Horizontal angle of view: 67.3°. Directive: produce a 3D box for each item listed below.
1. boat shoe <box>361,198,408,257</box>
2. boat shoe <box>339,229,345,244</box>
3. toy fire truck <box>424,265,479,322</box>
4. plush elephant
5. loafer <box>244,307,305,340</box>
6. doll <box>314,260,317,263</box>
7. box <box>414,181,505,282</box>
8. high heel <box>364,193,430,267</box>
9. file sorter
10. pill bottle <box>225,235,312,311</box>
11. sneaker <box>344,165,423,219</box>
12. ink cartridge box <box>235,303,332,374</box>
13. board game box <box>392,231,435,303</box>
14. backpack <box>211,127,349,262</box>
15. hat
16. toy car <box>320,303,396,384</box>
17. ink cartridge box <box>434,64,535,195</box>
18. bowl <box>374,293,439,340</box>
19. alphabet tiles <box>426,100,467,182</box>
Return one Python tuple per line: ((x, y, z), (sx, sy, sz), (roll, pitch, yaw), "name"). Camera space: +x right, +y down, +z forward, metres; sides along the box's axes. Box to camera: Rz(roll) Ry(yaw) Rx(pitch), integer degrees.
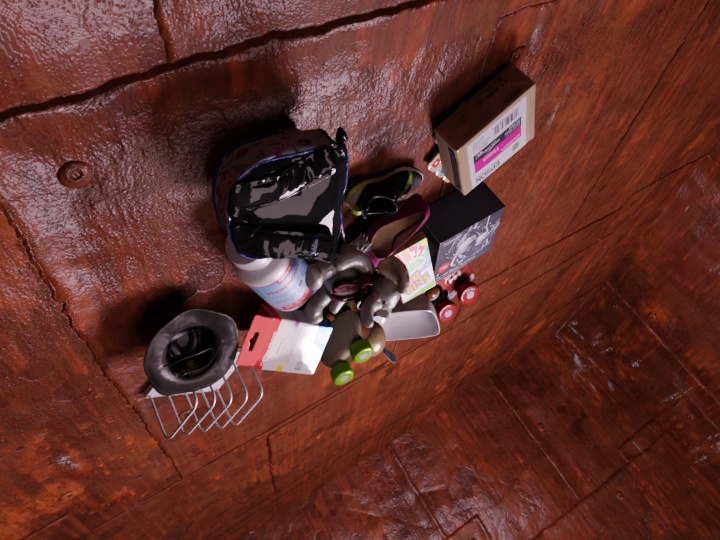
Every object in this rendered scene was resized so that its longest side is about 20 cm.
((0.046, -0.065, 1.146), (0.065, 0.072, 0.200), (41, 102, -19), "boat shoe")
((-0.070, -0.097, 0.979), (0.074, 0.069, 0.200), (-38, 153, 3), "boat shoe")
((0.234, 0.038, 1.549), (0.199, 0.113, 0.168), (-39, 128, 4), "toy fire truck")
((0.004, 0.035, 1.003), (0.200, 0.153, 0.167), (-44, 161, -34), "plush elephant")
((-0.171, 0.122, 1.209), (0.197, 0.072, 0.074), (-14, 132, -47), "loafer")
((-0.110, 0.023, 1.139), (0.200, 0.049, 0.135), (-45, 161, 27), "doll")
((0.231, -0.092, 1.320), (0.196, 0.105, 0.184), (-29, 151, -16), "box")
((0.058, -0.063, 1.057), (0.202, 0.067, 0.097), (-53, -165, 18), "high heel")
((-0.327, 0.262, 1.159), (0.139, 0.126, 0.198), (-47, 152, 21), "file sorter")
((-0.159, -0.010, 0.960), (0.108, 0.110, 0.201), (-36, 154, -1), "pill bottle")
((0.054, -0.141, 1.048), (0.196, 0.084, 0.073), (-21, 150, -31), "sneaker")
((-0.167, 0.142, 1.123), (0.196, 0.067, 0.119), (16, 103, -41), "ink cartridge box")
((0.120, 0.002, 1.246), (0.094, 0.030, 0.202), (-28, 145, -5), "board game box")
((-0.121, -0.113, 0.791), (0.187, 0.153, 0.205), (-19, 128, -33), "backpack")
((-0.319, 0.132, 1.004), (0.196, 0.081, 0.205), (-23, 137, -24), "hat")
((0.003, 0.181, 1.355), (0.197, 0.166, 0.159), (15, 125, -44), "toy car")
((0.250, -0.272, 1.068), (0.199, 0.075, 0.165), (-40, 151, -1), "ink cartridge box")
((0.115, 0.121, 1.477), (0.193, 0.077, 0.201), (-8, 153, 12), "bowl")
((0.222, -0.276, 1.123), (0.197, 0.015, 0.198), (-50, 151, 16), "alphabet tiles")
